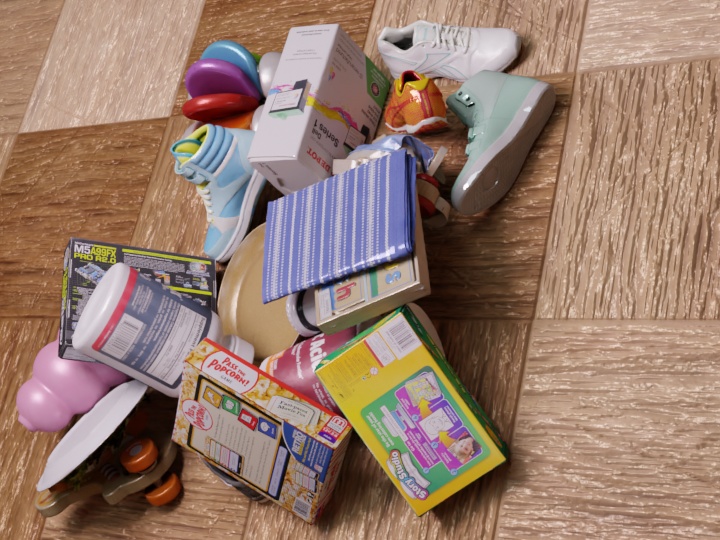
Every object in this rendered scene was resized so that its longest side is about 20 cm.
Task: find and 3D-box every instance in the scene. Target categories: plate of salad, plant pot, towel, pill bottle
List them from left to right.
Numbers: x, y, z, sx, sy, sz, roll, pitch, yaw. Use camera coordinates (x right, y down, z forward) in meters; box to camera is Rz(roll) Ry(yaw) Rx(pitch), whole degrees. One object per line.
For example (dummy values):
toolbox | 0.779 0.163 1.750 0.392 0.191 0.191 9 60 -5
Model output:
plate of salad | -0.328 0.209 1.601 0.200 0.048 0.200 -42 12 10
pill bottle | -0.238 0.086 1.554 0.120 0.200 0.120 -49 22 28
plant pot | -0.115 0.035 1.620 0.200 0.027 0.200 -20 62 44
towel | -0.024 -0.048 1.432 0.200 0.024 0.145 -19 51 27
pill bottle | -0.009 0.119 1.480 0.200 0.114 0.114 -25 54 20

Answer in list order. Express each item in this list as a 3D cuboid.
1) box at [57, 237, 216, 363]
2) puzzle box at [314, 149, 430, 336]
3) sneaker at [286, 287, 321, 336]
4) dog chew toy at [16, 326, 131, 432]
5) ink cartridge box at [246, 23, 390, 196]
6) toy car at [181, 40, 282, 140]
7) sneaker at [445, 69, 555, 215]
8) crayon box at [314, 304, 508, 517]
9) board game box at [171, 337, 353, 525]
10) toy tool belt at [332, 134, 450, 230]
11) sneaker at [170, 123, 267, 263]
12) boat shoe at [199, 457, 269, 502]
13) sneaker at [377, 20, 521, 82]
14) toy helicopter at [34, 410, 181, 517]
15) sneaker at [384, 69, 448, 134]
box | -0.288 0.048 1.658 0.044 0.200 0.161 127 144 -51
puzzle box | 0.007 -0.033 1.427 0.133 0.025 0.200 -24 47 20
sneaker | 0.000 0.000 1.519 0.115 0.075 0.200 -20 21 39
dog chew toy | -0.377 0.133 1.692 0.124 0.125 0.200 28 69 40
ink cartridge box | -0.052 -0.197 1.661 0.084 0.145 0.200 3 67 34
toy car | -0.184 -0.232 1.763 0.175 0.150 0.200 -11 60 29
sneaker | 0.142 -0.160 1.559 0.118 0.074 0.201 24 70 33
crayon box | 0.056 0.152 1.382 0.119 0.058 0.200 -35 92 12
board game box | -0.116 0.185 1.445 0.200 0.152 0.046 29 45 13
toy tool belt | 0.047 -0.125 1.557 0.200 0.125 0.123 -3 59 60
sneaker | -0.203 -0.109 1.686 0.200 0.130 0.080 -67 26 22
boat shoe | -0.173 0.212 1.573 0.067 0.057 0.200 -51 50 -1
sneaker | 0.111 -0.288 1.650 0.200 0.080 0.071 -2 63 31
toy helicopter | -0.328 0.258 1.633 0.200 0.079 0.132 -24 31 6
sneaker | 0.070 -0.213 1.588 0.073 0.200 0.077 -14 97 -9
